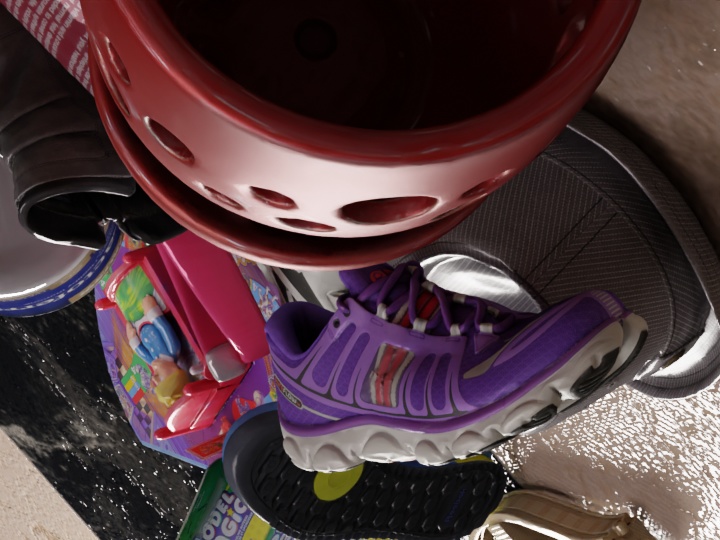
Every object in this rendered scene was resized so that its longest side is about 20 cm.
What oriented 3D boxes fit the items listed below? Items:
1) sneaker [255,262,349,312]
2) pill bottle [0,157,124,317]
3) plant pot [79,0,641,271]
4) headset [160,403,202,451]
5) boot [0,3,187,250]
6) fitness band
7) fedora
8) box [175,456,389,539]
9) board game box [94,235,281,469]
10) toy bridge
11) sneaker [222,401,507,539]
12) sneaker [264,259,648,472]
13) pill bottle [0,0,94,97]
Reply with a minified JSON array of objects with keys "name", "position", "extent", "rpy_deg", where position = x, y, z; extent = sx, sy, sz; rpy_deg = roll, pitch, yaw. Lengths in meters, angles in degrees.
[{"name":"sneaker","position":[0.000,0.000,1.305],"extent":[0.200,0.074,0.088],"rpy_deg":[50,158,-10]},{"name":"pill bottle","position":[-0.180,-0.036,1.421],"extent":[0.116,0.116,0.200],"rpy_deg":[45,176,3]},{"name":"plant pot","position":[-0.011,-0.104,1.006],"extent":[0.200,0.200,0.183],"rpy_deg":[44,160,3]},{"name":"headset","position":[-0.049,0.093,1.567],"extent":[0.123,0.094,0.200],"rpy_deg":[37,141,35]},{"name":"boot","position":[-0.164,-0.073,1.213],"extent":[0.070,0.199,0.132],"rpy_deg":[-58,45,41]},{"name":"fitness band","position":[-0.092,-0.024,1.367],"extent":[0.144,0.037,0.200],"rpy_deg":[64,176,-19]},{"name":"fedora","position":[0.068,0.010,1.187],"extent":[0.177,0.090,0.200],"rpy_deg":[48,157,-5]},{"name":"box","position":[-0.043,0.152,1.444],"extent":[0.048,0.118,0.200],"rpy_deg":[33,-166,27]},{"name":"board game box","position":[-0.104,0.041,1.501],"extent":[0.200,0.039,0.159],"rpy_deg":[16,116,49]},{"name":"toy bridge","position":[0.095,0.147,1.441],"extent":[0.067,0.027,0.200],"rpy_deg":[49,156,-4]},{"name":"sneaker","position":[-0.011,0.090,1.377],"extent":[0.200,0.066,0.078],"rpy_deg":[13,-154,-50]},{"name":"sneaker","position":[0.026,0.032,1.109],"extent":[0.200,0.081,0.084],"rpy_deg":[-12,101,46]},{"name":"pill bottle","position":[-0.081,-0.120,1.199],"extent":[0.200,0.114,0.114],"rpy_deg":[46,156,2]}]
